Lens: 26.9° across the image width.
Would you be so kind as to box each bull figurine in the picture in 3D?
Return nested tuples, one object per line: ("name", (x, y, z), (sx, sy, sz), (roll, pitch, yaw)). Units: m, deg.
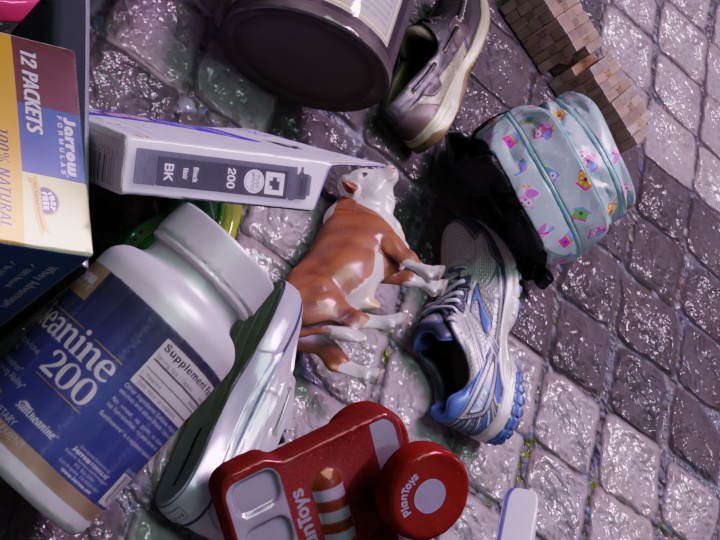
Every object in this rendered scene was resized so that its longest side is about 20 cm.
("bull figurine", (0.000, 0.000, 1.202), (0.120, 0.065, 0.201), (26, 52, 13))

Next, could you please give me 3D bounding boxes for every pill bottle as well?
("pill bottle", (-0.150, 0.057, 0.948), (0.111, 0.111, 0.200), (45, 79, -14))

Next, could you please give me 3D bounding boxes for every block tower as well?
("block tower", (0.221, -0.212, 1.541), (0.054, 0.058, 0.201), (-37, 96, -47))

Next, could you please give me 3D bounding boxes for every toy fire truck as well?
("toy fire truck", (-0.012, 0.197, 1.056), (0.166, 0.112, 0.202), (-22, 113, -21))

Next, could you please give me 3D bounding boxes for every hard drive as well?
("hard drive", (0.104, 0.268, 1.091), (0.025, 0.201, 0.133), (8, 51, 10))
("hard drive", (-0.223, -0.068, 0.992), (0.033, 0.139, 0.202), (14, 59, -35))

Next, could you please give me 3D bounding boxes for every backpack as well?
("backpack", (0.160, -0.081, 1.309), (0.168, 0.126, 0.200), (55, 2, 0))

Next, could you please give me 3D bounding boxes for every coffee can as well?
("coffee can", (-0.018, -0.256, 1.245), (0.146, 0.146, 0.202), (30, 65, -27))

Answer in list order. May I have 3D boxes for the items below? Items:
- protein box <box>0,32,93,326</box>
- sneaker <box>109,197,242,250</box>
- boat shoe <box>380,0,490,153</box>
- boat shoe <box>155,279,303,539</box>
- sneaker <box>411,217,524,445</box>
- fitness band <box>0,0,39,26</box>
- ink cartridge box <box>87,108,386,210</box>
("protein box", (-0.294, -0.045, 0.872), (0.198, 0.198, 0.137), (9, 62, -39))
("sneaker", (-0.148, 0.016, 1.078), (0.083, 0.074, 0.201), (21, 52, -6))
("boat shoe", (0.066, -0.201, 1.380), (0.066, 0.071, 0.202), (38, 52, -28))
("boat shoe", (-0.082, 0.104, 1.086), (0.067, 0.073, 0.201), (41, 59, -25))
("sneaker", (0.085, 0.043, 1.264), (0.084, 0.077, 0.202), (12, 60, -33))
("fitness band", (-0.266, -0.231, 1.075), (0.143, 0.038, 0.201), (29, 32, -4))
("ink cartridge box", (-0.116, -0.079, 1.050), (0.198, 0.197, 0.044), (3, 100, -34))
